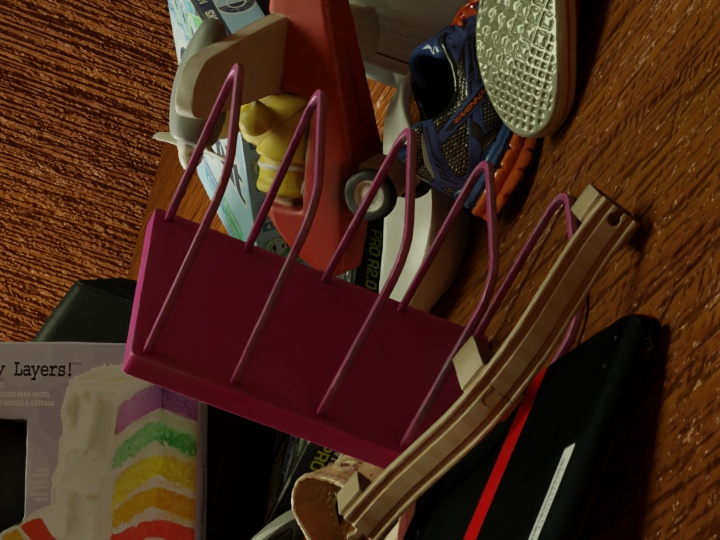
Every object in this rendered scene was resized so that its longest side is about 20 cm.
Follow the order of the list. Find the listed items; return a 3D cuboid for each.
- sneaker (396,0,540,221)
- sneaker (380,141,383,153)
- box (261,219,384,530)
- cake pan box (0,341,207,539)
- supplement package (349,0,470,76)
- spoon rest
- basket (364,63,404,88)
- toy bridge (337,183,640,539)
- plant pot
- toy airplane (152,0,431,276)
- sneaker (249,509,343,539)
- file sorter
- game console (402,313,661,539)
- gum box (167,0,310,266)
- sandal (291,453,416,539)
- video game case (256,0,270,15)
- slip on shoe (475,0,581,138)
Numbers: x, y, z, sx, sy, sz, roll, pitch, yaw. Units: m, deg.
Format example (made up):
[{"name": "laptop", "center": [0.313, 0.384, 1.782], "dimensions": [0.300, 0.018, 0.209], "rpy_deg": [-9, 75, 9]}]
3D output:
[{"name": "sneaker", "center": [0.070, -0.128, 1.248], "dimensions": [0.075, 0.078, 0.201], "rpy_deg": [126, 160, -55]}, {"name": "sneaker", "center": [-0.021, -0.062, 1.606], "dimensions": [0.200, 0.080, 0.084], "rpy_deg": [-127, 50, -76]}, {"name": "box", "center": [-0.012, 0.063, 1.439], "dimensions": [0.201, 0.044, 0.161], "rpy_deg": [-84, 15, -49]}, {"name": "cake pan box", "center": [-0.198, 0.138, 1.394], "dimensions": [0.052, 0.198, 0.186], "rpy_deg": [69, -157, -80]}, {"name": "supplement package", "center": [0.060, -0.230, 1.373], "dimensions": [0.200, 0.113, 0.110], "rpy_deg": [122, 162, -48]}, {"name": "spoon rest", "center": [0.039, -0.058, 1.336], "dimensions": [0.099, 0.060, 0.201], "rpy_deg": [125, 161, -57]}, {"name": "basket", "center": [0.021, -0.255, 1.555], "dimensions": [0.201, 0.134, 0.124], "rpy_deg": [121, 166, -46]}, {"name": "toy bridge", "center": [0.057, 0.050, 0.981], "dimensions": [0.200, 0.027, 0.067], "rpy_deg": [-51, 8, 6]}, {"name": "plant pot", "center": [-0.152, 0.109, 1.508], "dimensions": [0.200, 0.198, 0.179], "rpy_deg": [-9, -63, -81]}, {"name": "toy airplane", "center": [-0.048, -0.120, 1.261], "dimensions": [0.140, 0.200, 0.201], "rpy_deg": [-9, 55, 26]}, {"name": "sneaker", "center": [-0.061, 0.202, 1.385], "dimensions": [0.092, 0.075, 0.201], "rpy_deg": [-77, 12, -47]}, {"name": "file sorter", "center": [0.000, 0.000, 1.076], "dimensions": [0.139, 0.198, 0.126], "rpy_deg": [-89, 23, -58]}, {"name": "game console", "center": [0.056, 0.126, 0.925], "dimensions": [0.177, 0.031, 0.201], "rpy_deg": [-39, 21, 55]}, {"name": "gum box", "center": [-0.083, -0.103, 1.470], "dimensions": [0.170, 0.044, 0.201], "rpy_deg": [-120, 17, -48]}, {"name": "sandal", "center": [-0.005, 0.136, 1.208], "dimensions": [0.212, 0.069, 0.078], "rpy_deg": [-94, 24, -63]}, {"name": "video game case", "center": [-0.040, -0.241, 1.443], "dimensions": [0.182, 0.023, 0.202], "rpy_deg": [-147, 68, -71]}, {"name": "slip on shoe", "center": [0.105, -0.167, 1.205], "dimensions": [0.074, 0.061, 0.202], "rpy_deg": [-28, 54, 46]}]
